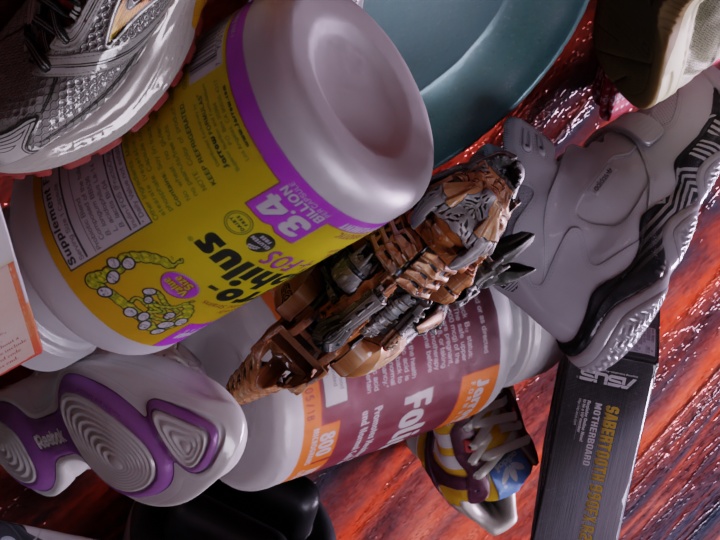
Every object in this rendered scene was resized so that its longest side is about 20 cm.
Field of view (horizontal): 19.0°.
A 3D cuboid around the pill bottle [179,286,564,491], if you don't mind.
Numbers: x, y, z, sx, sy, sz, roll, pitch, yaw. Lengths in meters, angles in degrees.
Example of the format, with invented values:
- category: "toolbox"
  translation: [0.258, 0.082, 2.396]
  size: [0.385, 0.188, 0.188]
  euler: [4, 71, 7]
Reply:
- category: "pill bottle"
  translation: [0.007, 0.034, 1.120]
  size: [0.199, 0.114, 0.114]
  euler: [-16, 146, -34]

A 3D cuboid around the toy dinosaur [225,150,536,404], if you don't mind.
- category: "toy dinosaur"
  translation: [0.000, 0.000, 0.948]
  size: [0.199, 0.103, 0.136]
  euler: [-15, -158, 34]

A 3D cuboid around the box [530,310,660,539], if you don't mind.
- category: "box"
  translation: [0.135, 0.081, 1.239]
  size: [0.200, 0.048, 0.159]
  euler: [-68, 167, -68]

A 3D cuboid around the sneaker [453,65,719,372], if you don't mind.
- category: "sneaker"
  translation: [0.118, -0.054, 1.110]
  size: [0.075, 0.115, 0.201]
  euler: [-40, -160, 56]

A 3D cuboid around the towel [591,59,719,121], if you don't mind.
- category: "towel"
  translation: [0.188, -0.172, 1.125]
  size: [0.144, 0.023, 0.200]
  euler: [-28, 151, -18]

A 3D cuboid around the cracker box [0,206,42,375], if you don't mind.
- category: "cracker box"
  translation: [-0.178, -0.056, 0.748]
  size: [0.058, 0.134, 0.200]
  euler: [-29, 152, -15]

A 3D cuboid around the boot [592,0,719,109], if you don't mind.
- category: "boot"
  translation: [0.199, -0.173, 1.036]
  size: [0.154, 0.072, 0.200]
  euler: [-26, 156, -21]

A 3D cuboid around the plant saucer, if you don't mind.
- category: "plant saucer"
  translation: [0.022, -0.114, 1.003]
  size: [0.199, 0.036, 0.200]
  euler: [-28, 152, -17]

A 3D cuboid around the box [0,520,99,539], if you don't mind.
- category: "box"
  translation: [-0.166, 0.185, 1.061]
  size: [0.041, 0.120, 0.200]
  euler: [-31, 150, 23]

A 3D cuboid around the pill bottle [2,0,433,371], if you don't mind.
- category: "pill bottle"
  translation: [-0.074, -0.031, 0.897]
  size: [0.199, 0.105, 0.104]
  euler: [-29, 159, 31]

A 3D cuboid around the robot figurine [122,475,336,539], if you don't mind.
- category: "robot figurine"
  translation: [-0.080, 0.186, 1.237]
  size: [0.150, 0.125, 0.201]
  euler: [-14, 144, -27]

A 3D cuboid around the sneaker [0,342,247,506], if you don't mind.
- category: "sneaker"
  translation: [-0.103, 0.057, 1.011]
  size: [0.099, 0.075, 0.200]
  euler: [-32, -164, -31]

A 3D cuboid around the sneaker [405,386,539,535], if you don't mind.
- category: "sneaker"
  translation: [0.073, 0.086, 1.304]
  size: [0.075, 0.090, 0.200]
  euler: [-31, 152, -12]

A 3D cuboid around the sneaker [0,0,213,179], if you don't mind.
- category: "sneaker"
  translation: [-0.096, -0.123, 0.825]
  size: [0.200, 0.078, 0.082]
  euler: [-50, 142, 8]

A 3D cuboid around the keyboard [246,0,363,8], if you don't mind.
- category: "keyboard"
  translation: [-0.031, -0.066, 0.964]
  size: [0.056, 0.011, 0.200]
  euler: [-25, 149, -23]
